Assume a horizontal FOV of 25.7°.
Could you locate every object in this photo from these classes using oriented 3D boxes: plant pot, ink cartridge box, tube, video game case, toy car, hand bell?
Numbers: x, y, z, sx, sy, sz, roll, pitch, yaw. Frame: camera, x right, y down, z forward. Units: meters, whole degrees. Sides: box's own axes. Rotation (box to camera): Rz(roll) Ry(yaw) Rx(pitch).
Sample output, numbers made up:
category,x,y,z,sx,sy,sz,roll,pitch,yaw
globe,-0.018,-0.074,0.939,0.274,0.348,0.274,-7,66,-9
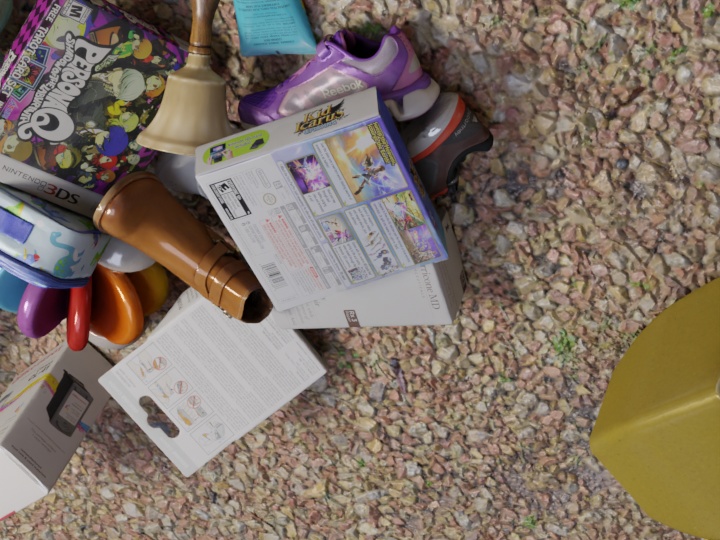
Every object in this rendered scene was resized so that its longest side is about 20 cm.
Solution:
category,x,y,z,sx,sy,sz,roll,pitch,yaw
plant pot,0.341,0.145,1.536,0.199,0.195,0.196,-26,115,42
ink cartridge box,-0.384,0.188,1.837,0.086,0.201,0.147,45,129,-16
tube,-0.093,-0.280,1.450,0.077,0.051,0.201,2,133,17
video game case,-0.266,-0.158,1.512,0.180,0.036,0.201,23,108,-39
toy car,-0.314,0.016,1.703,0.198,0.151,0.176,19,132,5
ink cartridge box,-0.160,0.103,1.722,0.199,0.057,0.163,-36,113,8
video game case,-0.033,-0.062,1.476,0.180,0.046,0.201,-16,136,12
hand bell,-0.148,-0.214,1.478,0.103,0.104,0.202,11,102,13

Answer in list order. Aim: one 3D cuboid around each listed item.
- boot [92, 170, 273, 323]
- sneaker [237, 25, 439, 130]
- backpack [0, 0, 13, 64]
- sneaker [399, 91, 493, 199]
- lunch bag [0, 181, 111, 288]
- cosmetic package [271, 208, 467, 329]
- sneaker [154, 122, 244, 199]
category,x,y,z,sx,sy,sz,roll,pitch,yaw
boot,-0.172,-0.014,1.570,0.155,0.077,0.200,41,178,21
sneaker,-0.028,-0.181,1.487,0.198,0.081,0.089,-9,117,21
backpack,-0.428,-0.228,1.517,0.174,0.201,0.154,5,150,28
sneaker,0.052,-0.087,1.532,0.082,0.077,0.200,34,133,-19
lunch bag,-0.356,-0.057,1.569,0.199,0.161,0.083,30,93,4
cosmetic package,0.000,0.000,1.622,0.198,0.074,0.102,-2,127,25
sneaker,-0.122,-0.099,1.579,0.198,0.087,0.075,0,129,23
